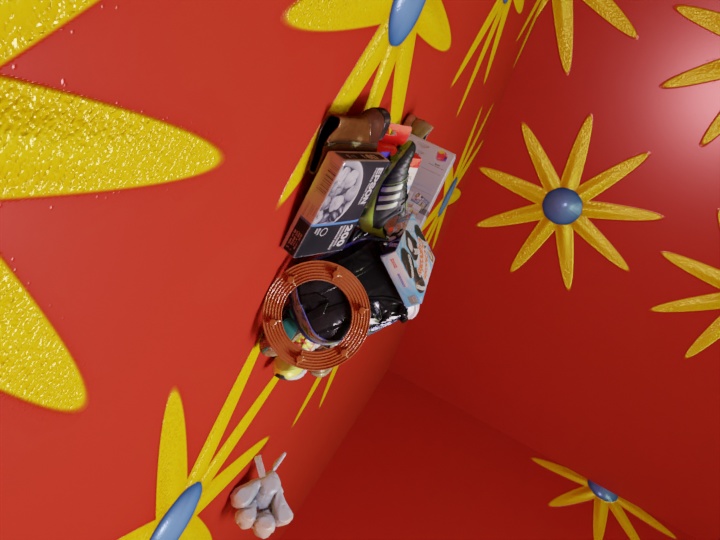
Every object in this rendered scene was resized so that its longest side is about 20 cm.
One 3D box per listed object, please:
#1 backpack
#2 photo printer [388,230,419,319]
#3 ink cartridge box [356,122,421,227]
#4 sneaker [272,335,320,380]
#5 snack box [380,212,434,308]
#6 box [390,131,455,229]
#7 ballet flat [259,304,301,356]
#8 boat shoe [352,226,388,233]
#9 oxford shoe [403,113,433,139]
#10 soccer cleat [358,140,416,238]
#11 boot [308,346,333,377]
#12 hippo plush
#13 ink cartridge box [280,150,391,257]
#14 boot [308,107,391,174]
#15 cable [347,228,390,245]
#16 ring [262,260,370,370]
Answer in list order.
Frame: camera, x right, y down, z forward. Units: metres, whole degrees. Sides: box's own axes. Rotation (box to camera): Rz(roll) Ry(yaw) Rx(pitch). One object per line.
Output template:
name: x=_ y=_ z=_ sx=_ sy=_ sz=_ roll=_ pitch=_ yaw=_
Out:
backpack: x=-0.039 y=0.052 z=1.232 sx=0.199 sy=0.185 sz=0.147 roll=-21 pitch=179 yaw=-23
photo printer: x=0.095 y=0.017 z=1.550 sx=0.167 sy=0.069 sz=0.202 roll=-76 pitch=149 yaw=-72
ink cartridge box: x=0.043 y=-0.191 z=1.262 sx=0.115 sy=0.067 sz=0.201 roll=0 pitch=124 yaw=-36
sneaker: x=-0.136 y=0.156 z=1.378 sx=0.200 sy=0.077 sz=0.091 roll=-59 pitch=162 yaw=-49
snack box: x=0.098 y=-0.025 z=1.254 sx=0.037 sy=0.117 sz=0.200 roll=-20 pitch=-160 yaw=23
box: x=0.104 y=-0.201 z=1.422 sx=0.201 sy=0.155 sz=0.041 roll=-64 pitch=171 yaw=3
ballet flat: x=-0.148 y=0.116 z=1.269 sx=0.065 sy=0.071 sz=0.200 roll=-38 pitch=178 yaw=26
boat shoe: x=0.009 y=-0.089 z=1.515 sx=0.067 sy=0.074 sz=0.200 roll=-37 pitch=-178 yaw=26
oxford shoe: x=0.114 y=-0.272 z=1.517 sx=0.071 sy=0.073 sz=0.201 roll=-48 pitch=161 yaw=-55
soccer cleat: x=0.064 y=-0.153 z=1.197 sx=0.201 sy=0.080 sz=0.068 roll=-60 pitch=-168 yaw=26
boot: x=-0.076 y=0.170 z=1.660 sx=0.201 sy=0.072 sz=0.155 roll=-59 pitch=170 yaw=-46
hippo plush: x=-0.278 y=0.607 z=1.653 sx=0.161 sy=0.158 sz=0.202 roll=-50 pitch=-134 yaw=52
ink cartridge box: x=-0.028 y=-0.119 z=1.108 sx=0.199 sy=0.043 sz=0.199 roll=-17 pitch=142 yaw=-56
boot: x=-0.025 y=-0.190 z=1.096 sx=0.189 sy=0.068 sz=0.200 roll=-60 pitch=168 yaw=30
cable: x=0.000 y=0.000 z=1.412 sx=0.200 sy=0.163 sz=0.051 roll=-42 pitch=-152 yaw=9
ring: x=-0.078 y=0.083 z=1.136 sx=0.202 sy=0.199 sz=0.019 roll=-63 pitch=-170 yaw=-2
